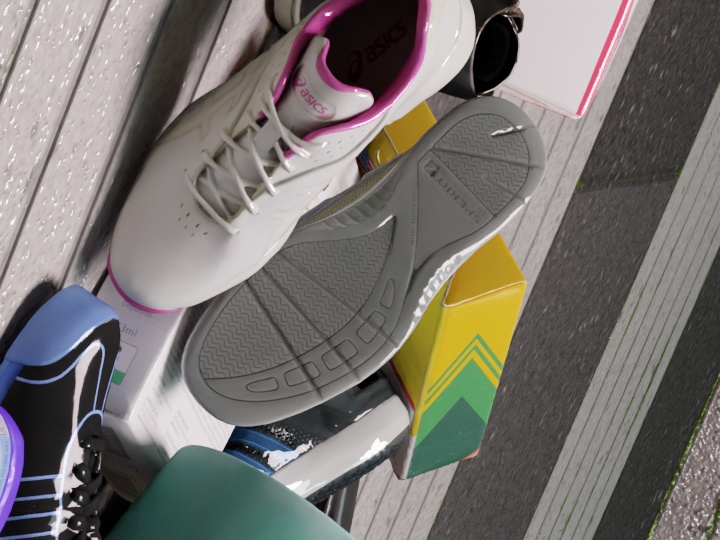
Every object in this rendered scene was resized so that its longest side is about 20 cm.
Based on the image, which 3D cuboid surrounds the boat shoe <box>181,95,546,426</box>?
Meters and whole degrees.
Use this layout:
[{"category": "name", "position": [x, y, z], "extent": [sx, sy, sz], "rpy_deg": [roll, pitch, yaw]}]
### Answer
[{"category": "boat shoe", "position": [0.000, -0.002, 1.251], "extent": [0.202, 0.074, 0.065], "rpy_deg": [-44, -176, -17]}]

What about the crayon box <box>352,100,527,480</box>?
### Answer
[{"category": "crayon box", "position": [0.029, 0.003, 1.435], "extent": [0.051, 0.127, 0.200], "rpy_deg": [-17, 150, -18]}]

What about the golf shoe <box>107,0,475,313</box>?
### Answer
[{"category": "golf shoe", "position": [-0.036, -0.061, 1.168], "extent": [0.200, 0.075, 0.092], "rpy_deg": [-46, 177, 2]}]

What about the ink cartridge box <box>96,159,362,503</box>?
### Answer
[{"category": "ink cartridge box", "position": [-0.069, 0.004, 1.299], "extent": [0.161, 0.050, 0.201], "rpy_deg": [74, 39, -68]}]

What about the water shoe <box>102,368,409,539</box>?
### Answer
[{"category": "water shoe", "position": [-0.071, 0.100, 1.404], "extent": [0.199, 0.079, 0.072], "rpy_deg": [-27, 168, -28]}]

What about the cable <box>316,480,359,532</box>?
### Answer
[{"category": "cable", "position": [-0.026, 0.099, 1.642], "extent": [0.097, 0.050, 0.201], "rpy_deg": [1, 102, -55]}]

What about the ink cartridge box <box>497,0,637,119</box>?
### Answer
[{"category": "ink cartridge box", "position": [0.117, -0.173, 1.499], "extent": [0.200, 0.084, 0.145], "rpy_deg": [-51, 164, -77]}]

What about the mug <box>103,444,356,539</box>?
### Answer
[{"category": "mug", "position": [-0.051, 0.181, 1.245], "extent": [0.115, 0.152, 0.185], "rpy_deg": [-51, 129, -20]}]

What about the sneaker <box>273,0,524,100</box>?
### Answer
[{"category": "sneaker", "position": [0.034, -0.113, 1.334], "extent": [0.075, 0.106, 0.200], "rpy_deg": [-66, 166, 7]}]

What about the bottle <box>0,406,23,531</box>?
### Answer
[{"category": "bottle", "position": [-0.185, 0.077, 0.967], "extent": [0.084, 0.065, 0.200], "rpy_deg": [-64, 165, 3]}]

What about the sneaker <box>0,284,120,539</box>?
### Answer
[{"category": "sneaker", "position": [-0.135, 0.109, 1.166], "extent": [0.201, 0.078, 0.070], "rpy_deg": [-66, 165, 5]}]
